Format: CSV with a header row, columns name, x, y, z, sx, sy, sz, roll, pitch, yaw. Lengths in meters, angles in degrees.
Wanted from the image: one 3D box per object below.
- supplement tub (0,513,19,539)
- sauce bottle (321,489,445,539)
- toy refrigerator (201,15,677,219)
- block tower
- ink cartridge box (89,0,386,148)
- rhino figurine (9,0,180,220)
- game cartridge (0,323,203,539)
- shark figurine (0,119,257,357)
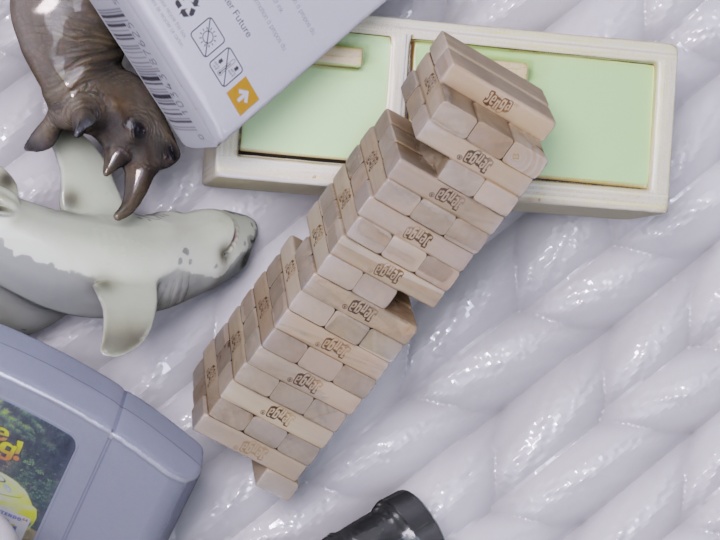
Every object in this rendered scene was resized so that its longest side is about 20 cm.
name,x,y,z,sx,sy,sz,roll,pitch,yaw
supplement tub,-0.194,0.195,0.833,0.144,0.145,0.201,-4,107,-9
sauce bottle,-0.052,0.159,0.928,0.200,0.065,0.065,-28,93,-20
toy refrigerator,0.034,-0.068,0.957,0.199,0.070,0.076,5,88,-9
block tower,0.000,0.000,0.910,0.058,0.054,0.200,28,111,-19
ink cartridge box,-0.046,-0.188,0.874,0.200,0.047,0.198,-44,113,-26
rhino figurine,-0.109,-0.120,0.904,0.087,0.060,0.201,-1,86,-44
game cartridge,-0.174,0.079,0.903,0.199,0.041,0.133,22,117,-8
shark figurine,-0.156,-0.014,0.918,0.214,0.090,0.128,28,42,-14
